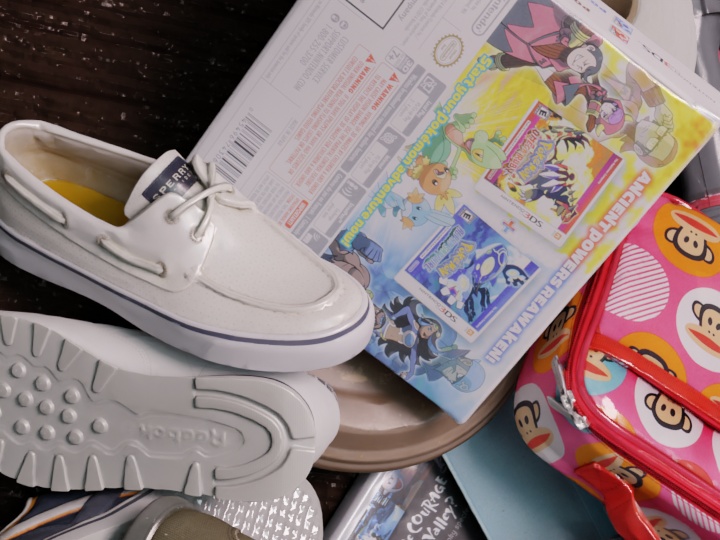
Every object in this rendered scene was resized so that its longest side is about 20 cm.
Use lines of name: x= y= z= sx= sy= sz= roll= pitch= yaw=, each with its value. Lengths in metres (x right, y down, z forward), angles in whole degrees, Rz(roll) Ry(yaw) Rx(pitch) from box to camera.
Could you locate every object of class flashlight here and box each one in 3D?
flashlight: x=0.195 y=-0.074 z=1.088 sx=0.068 sy=0.068 sz=0.201 roll=-9 pitch=84 yaw=-20

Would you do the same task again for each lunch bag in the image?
lunch bag: x=0.175 y=0.076 z=0.985 sx=0.200 sy=0.082 sz=0.177 roll=33 pitch=55 yaw=-12

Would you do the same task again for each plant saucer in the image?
plant saucer: x=0.104 y=0.149 z=1.021 sx=0.070 sy=0.019 sz=0.201 roll=-32 pitch=97 yaw=-23
plant saucer: x=0.000 y=0.000 z=0.984 sx=0.199 sy=0.029 sz=0.201 roll=3 pitch=76 yaw=-12

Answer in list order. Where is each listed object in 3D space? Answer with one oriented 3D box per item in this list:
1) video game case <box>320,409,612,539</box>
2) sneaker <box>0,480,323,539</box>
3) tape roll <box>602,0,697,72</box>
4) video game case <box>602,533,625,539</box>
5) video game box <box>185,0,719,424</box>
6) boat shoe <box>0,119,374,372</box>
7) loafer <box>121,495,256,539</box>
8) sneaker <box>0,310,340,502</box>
video game case: x=0.054 y=0.181 z=1.018 sx=0.182 sy=0.023 sz=0.200 roll=39 pitch=72 yaw=-17
sneaker: x=-0.106 y=0.132 z=0.925 sx=0.199 sy=0.079 sz=0.079 roll=-7 pitch=95 yaw=-49
tape roll: x=0.082 y=-0.152 z=0.989 sx=0.202 sy=0.071 sz=0.203 roll=28 pitch=48 yaw=-36
video game case: x=0.185 y=0.176 z=0.980 sx=0.200 sy=0.143 sz=0.019 roll=-6 pitch=125 yaw=-54
video game box: x=0.035 y=-0.056 z=0.902 sx=0.182 sy=0.200 sz=0.047 roll=38 pitch=28 yaw=-1
boat shoe: x=-0.084 y=-0.018 z=0.889 sx=0.199 sy=0.070 sz=0.071 roll=23 pitch=43 yaw=22
loafer: x=-0.037 y=0.179 z=0.896 sx=0.075 sy=0.069 sz=0.200 roll=-59 pitch=135 yaw=-20
sneaker: x=-0.109 y=0.059 z=0.915 sx=0.199 sy=0.081 sz=0.077 roll=13 pitch=107 yaw=8
